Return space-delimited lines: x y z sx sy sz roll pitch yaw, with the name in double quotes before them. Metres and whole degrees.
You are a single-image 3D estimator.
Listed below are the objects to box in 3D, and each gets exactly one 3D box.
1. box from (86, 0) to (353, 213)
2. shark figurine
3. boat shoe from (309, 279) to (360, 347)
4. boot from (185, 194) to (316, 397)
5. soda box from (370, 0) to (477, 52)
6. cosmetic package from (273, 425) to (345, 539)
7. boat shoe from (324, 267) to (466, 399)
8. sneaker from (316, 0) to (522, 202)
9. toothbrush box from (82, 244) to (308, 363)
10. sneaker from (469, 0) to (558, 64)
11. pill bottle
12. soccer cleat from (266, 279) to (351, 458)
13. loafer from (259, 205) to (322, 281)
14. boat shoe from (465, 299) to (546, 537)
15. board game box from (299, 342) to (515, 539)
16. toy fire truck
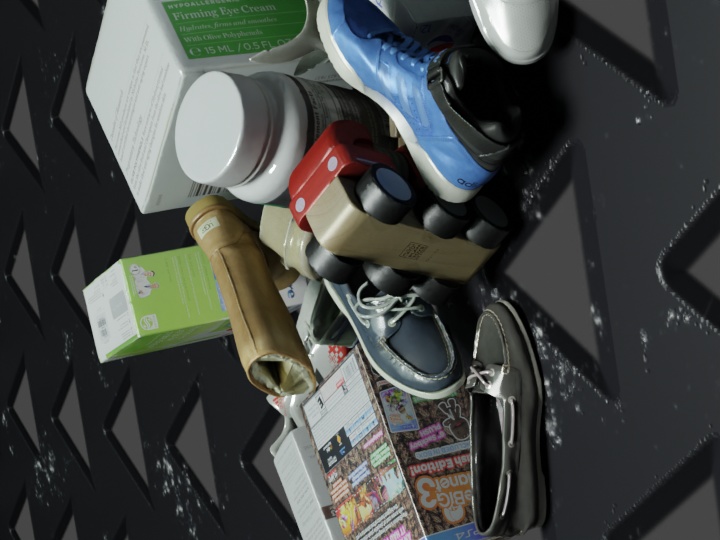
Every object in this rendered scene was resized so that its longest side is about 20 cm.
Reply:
"box" -0.133 -0.191 1.702 0.172 0.197 0.201 62 147 30
"shark figurine" -0.034 -0.198 1.523 0.089 0.128 0.215 -39 19 19
"boat shoe" 0.000 0.000 1.663 0.072 0.061 0.201 53 143 40
"boot" -0.087 0.040 1.691 0.066 0.175 0.201 -39 53 17
"soda box" 0.024 -0.262 1.512 0.201 0.068 0.064 62 149 29
"cosmetic package" -0.001 0.247 1.720 0.201 0.101 0.074 65 151 23
"boat shoe" 0.027 0.030 1.544 0.062 0.074 0.201 82 161 -47
"sneaker" 0.052 -0.161 1.383 0.201 0.076 0.111 57 140 10
"toothbrush box" -0.173 0.026 1.860 0.145 0.198 0.087 -28 76 62
"sneaker" 0.112 -0.251 1.298 0.116 0.073 0.202 -91 -5 -82
"pill bottle" -0.056 -0.110 1.538 0.112 0.199 0.115 -9 78 47
"soccer cleat" -0.054 0.105 1.783 0.069 0.084 0.202 39 134 51
"loafer" -0.062 -0.039 1.673 0.200 0.067 0.077 -87 7 -81
"boat shoe" 0.116 0.128 1.492 0.067 0.056 0.202 7 106 62
"board game box" 0.041 0.178 1.614 0.160 0.096 0.202 -48 58 58
"toy fire truck" 0.023 -0.095 1.477 0.129 0.175 0.201 -49 48 29
